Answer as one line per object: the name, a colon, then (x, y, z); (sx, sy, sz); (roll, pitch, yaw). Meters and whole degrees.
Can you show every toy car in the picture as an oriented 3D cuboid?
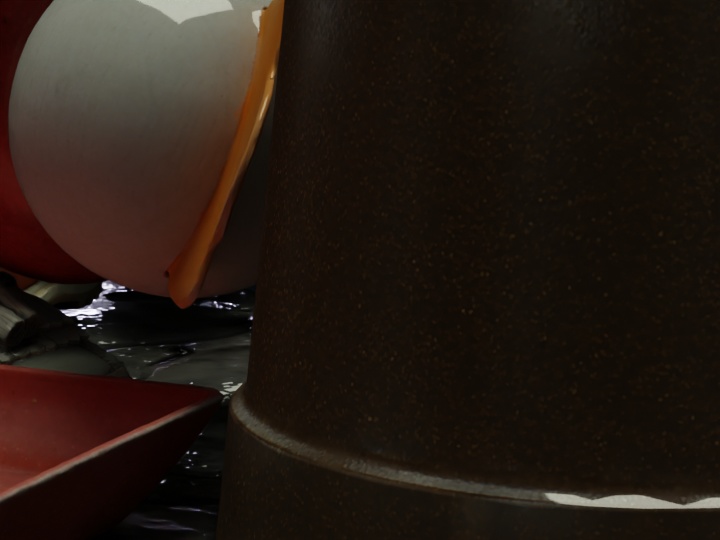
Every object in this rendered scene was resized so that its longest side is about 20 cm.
toy car: (-0.048, -0.065, 0.667); (0.184, 0.177, 0.200); (17, 8, -26)

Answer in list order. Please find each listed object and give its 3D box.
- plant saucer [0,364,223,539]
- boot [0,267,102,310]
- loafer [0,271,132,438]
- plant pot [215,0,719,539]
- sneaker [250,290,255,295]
plant saucer: (-0.163, 0.055, 0.588); (0.200, 0.037, 0.200); (5, 10, 22)
boot: (-0.138, -0.033, 0.895); (0.075, 0.107, 0.200); (-3, 8, -1)
loafer: (-0.145, 0.015, 0.734); (0.200, 0.063, 0.072); (10, 14, 41)
plant pot: (0.060, -0.018, 0.558); (0.200, 0.198, 0.200); (1, 9, 0)
sneaker: (0.000, 0.000, 0.824); (0.092, 0.076, 0.200); (-21, 14, -31)
